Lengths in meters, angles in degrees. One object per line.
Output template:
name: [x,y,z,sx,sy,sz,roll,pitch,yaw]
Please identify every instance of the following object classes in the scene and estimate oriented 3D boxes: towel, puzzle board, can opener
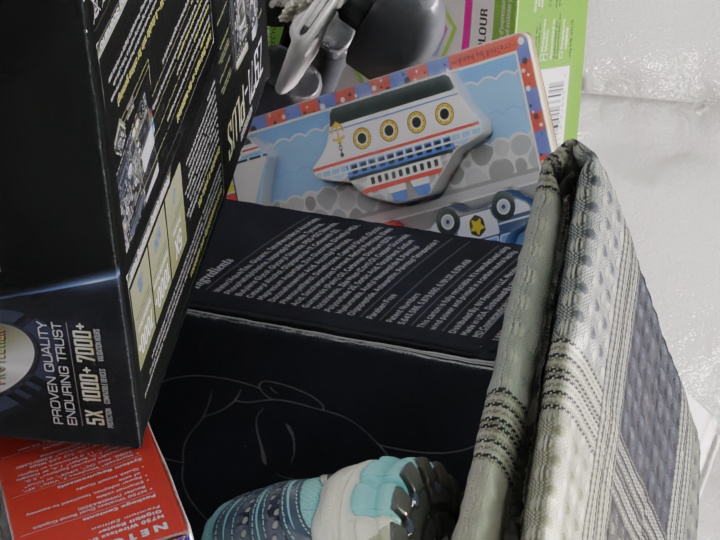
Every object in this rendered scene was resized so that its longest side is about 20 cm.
towel: [0.077,0.091,0.732,0.193,0.034,0.200,62,32,-50]
puzzle board: [0.000,0.000,0.900,0.017,0.200,0.151,-8,85,-56]
can opener: [-0.017,-0.085,0.950,0.053,0.066,0.200,-54,-178,-18]

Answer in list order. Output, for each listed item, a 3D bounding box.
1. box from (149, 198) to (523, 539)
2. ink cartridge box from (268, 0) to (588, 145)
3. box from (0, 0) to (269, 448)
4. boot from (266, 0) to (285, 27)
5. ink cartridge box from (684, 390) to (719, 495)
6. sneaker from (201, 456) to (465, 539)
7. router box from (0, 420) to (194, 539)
box: [-0.014,0.090,0.833,0.124,0.196,0.200,-41,137,-61]
ink cartridge box: [0.010,-0.124,1.095,0.076,0.200,0.148,-15,112,-55]
box: [-0.091,-0.075,0.661,0.200,0.086,0.164,-76,167,-49]
boot: [-0.062,-0.123,0.981,0.200,0.077,0.138,93,22,-72]
ink cartridge box: [0.060,0.068,1.014,0.085,0.200,0.146,-43,-171,39]
sneaker: [0.010,0.134,0.712,0.078,0.086,0.200,-69,146,-44]
router box: [-0.067,0.137,0.694,0.180,0.049,0.200,-127,-159,-66]
